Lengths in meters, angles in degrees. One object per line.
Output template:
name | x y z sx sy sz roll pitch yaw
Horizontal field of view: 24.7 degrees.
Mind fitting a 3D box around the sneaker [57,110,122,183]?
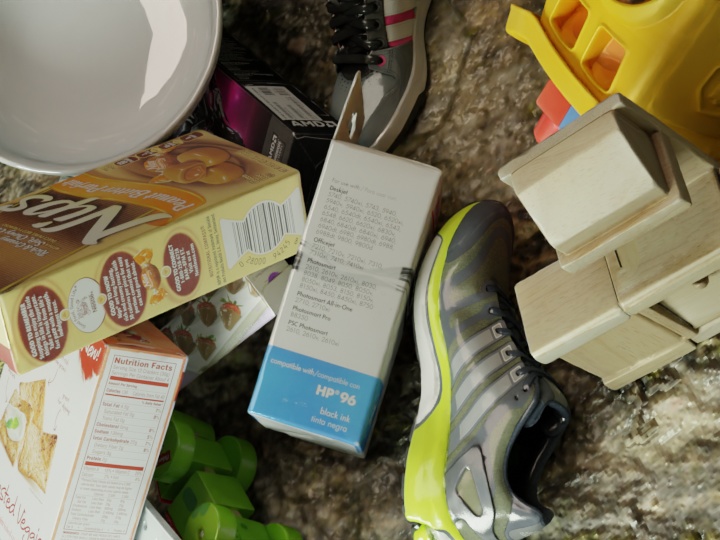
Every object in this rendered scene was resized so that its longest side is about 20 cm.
sneaker | -0.183 -0.017 1.140 0.083 0.080 0.201 -128 48 -63

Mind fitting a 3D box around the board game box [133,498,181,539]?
board game box | -0.137 0.233 0.989 0.200 0.026 0.201 34 115 54

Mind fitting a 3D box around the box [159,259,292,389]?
box | -0.111 0.049 1.054 0.039 0.041 0.200 52 130 -1

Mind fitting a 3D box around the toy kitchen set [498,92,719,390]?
toy kitchen set | 0.163 0.030 0.753 0.199 0.163 0.182 -32 52 30

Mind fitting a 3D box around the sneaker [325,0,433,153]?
sneaker | -0.007 -0.176 1.042 0.083 0.120 0.202 0 73 44

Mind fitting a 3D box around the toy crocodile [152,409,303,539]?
toy crocodile | -0.091 0.152 1.012 0.062 0.067 0.200 -54 42 19

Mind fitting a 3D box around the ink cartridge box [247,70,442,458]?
ink cartridge box | 0.000 0.000 0.951 0.067 0.116 0.201 16 82 4

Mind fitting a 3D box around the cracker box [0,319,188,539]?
cracker box | -0.180 0.116 0.994 0.134 0.057 0.201 33 107 55

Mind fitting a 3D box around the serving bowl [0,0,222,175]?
serving bowl | -0.183 -0.155 1.070 0.198 0.066 0.202 -1 81 4

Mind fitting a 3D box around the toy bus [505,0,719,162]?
toy bus | 0.146 -0.138 0.889 0.193 0.135 0.201 -59 39 29

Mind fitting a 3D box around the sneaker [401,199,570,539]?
sneaker | 0.077 0.058 0.902 0.080 0.074 0.202 -7 73 32

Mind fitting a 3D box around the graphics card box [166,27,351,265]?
graphics card box | -0.086 -0.076 1.097 0.200 0.051 0.126 43 125 44

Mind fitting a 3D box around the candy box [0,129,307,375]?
candy box | -0.142 -0.017 0.962 0.115 0.199 0.056 24 130 49

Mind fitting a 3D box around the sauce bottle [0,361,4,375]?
sauce bottle | -0.293 0.059 1.253 0.200 0.065 0.065 -44 47 22

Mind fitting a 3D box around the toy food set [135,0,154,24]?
toy food set | -0.171 -0.168 1.178 0.060 0.143 0.201 26 92 5
